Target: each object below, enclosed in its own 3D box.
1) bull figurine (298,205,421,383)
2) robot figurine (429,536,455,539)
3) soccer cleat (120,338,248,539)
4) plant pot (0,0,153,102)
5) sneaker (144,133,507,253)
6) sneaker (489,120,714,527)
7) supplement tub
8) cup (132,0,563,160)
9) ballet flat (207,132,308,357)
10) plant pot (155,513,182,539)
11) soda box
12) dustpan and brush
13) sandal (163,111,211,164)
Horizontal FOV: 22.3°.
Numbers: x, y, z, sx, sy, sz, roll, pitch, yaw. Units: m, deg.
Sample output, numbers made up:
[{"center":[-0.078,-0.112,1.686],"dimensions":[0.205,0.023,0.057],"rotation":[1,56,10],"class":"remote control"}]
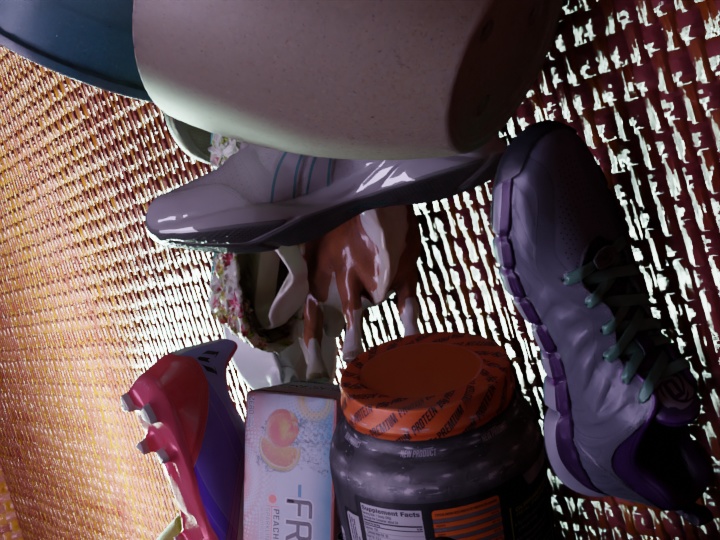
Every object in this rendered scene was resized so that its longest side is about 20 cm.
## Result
[{"center":[0.000,0.000,1.108],"dimensions":[0.200,0.064,0.123],"rotation":[130,139,-71],"class":"bull figurine"},{"center":[0.093,0.203,0.827],"dimensions":[0.199,0.151,0.125],"rotation":[31,161,-14],"class":"robot figurine"},{"center":[-0.080,0.138,1.107],"dimensions":[0.067,0.076,0.201],"rotation":[21,134,56],"class":"soccer cleat"},{"center":[-0.125,-0.226,1.071],"dimensions":[0.200,0.199,0.189],"rotation":[48,122,47],"class":"plant pot"},{"center":[-0.023,-0.062,0.980],"dimensions":[0.070,0.198,0.081],"rotation":[46,-153,-78],"class":"sneaker"},{"center":[0.123,0.024,0.850],"dimensions":[0.087,0.074,0.201],"rotation":[19,135,48],"class":"sneaker"},{"center":[0.049,0.145,1.037],"dimensions":[0.122,0.122,0.202],"rotation":[33,136,59],"class":"supplement tub"},{"center":[0.010,-0.131,0.857],"dimensions":[0.143,0.200,0.201],"rotation":[30,141,22],"class":"cup"},{"center":[-0.049,-0.028,1.061],"dimensions":[0.064,0.075,0.201],"rotation":[49,151,33],"class":"ballet flat"},{"center":[-0.063,0.271,1.352],"dimensions":[0.200,0.198,0.177],"rotation":[54,143,38],"class":"plant pot"},{"center":[-0.028,0.169,1.090],"dimensions":[0.063,0.068,0.202],"rotation":[4,94,26],"class":"soda box"},{"center":[-0.052,0.054,1.189],"dimensions":[0.140,0.057,0.201],"rotation":[59,-146,-38],"class":"dustpan and brush"},{"center":[-0.088,-0.151,1.238],"dimensions":[0.054,0.082,0.201],"rotation":[31,133,27],"class":"sandal"}]
